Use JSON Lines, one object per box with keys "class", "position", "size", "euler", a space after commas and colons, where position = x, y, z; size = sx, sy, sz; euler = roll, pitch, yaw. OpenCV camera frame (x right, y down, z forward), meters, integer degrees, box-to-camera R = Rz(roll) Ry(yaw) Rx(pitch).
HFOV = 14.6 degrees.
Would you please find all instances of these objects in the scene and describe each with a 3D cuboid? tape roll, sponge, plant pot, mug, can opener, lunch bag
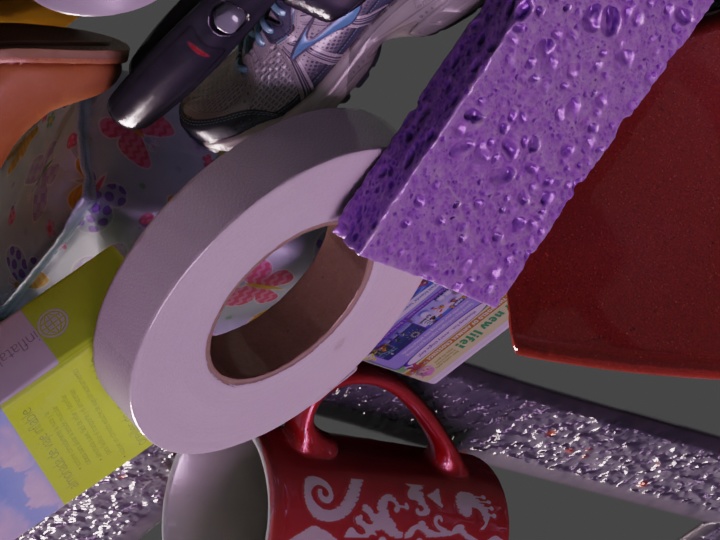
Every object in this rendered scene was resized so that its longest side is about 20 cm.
{"class": "tape roll", "position": [-0.044, 0.007, 1.423], "size": [0.202, 0.037, 0.203], "euler": [-33, 150, -22]}
{"class": "sponge", "position": [0.081, -0.079, 1.390], "size": [0.111, 0.030, 0.200], "euler": [23, 105, -46]}
{"class": "plant pot", "position": [0.165, -0.032, 1.510], "size": [0.175, 0.201, 0.200], "euler": [-6, 177, 8]}
{"class": "mug", "position": [-0.001, 0.156, 1.829], "size": [0.199, 0.134, 0.178], "euler": [9, 143, -34]}
{"class": "can opener", "position": [-0.064, -0.120, 1.329], "size": [0.079, 0.063, 0.200], "euler": [45, 135, -10]}
{"class": "lunch bag", "position": [-0.124, -0.007, 1.551], "size": [0.169, 0.128, 0.200], "euler": [13, 144, -29]}

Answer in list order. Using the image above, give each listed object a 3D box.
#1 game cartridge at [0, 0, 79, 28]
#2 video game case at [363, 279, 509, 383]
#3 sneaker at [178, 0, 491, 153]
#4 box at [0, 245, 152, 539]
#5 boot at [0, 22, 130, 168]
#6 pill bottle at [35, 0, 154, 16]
{"class": "game cartridge", "position": [-0.261, -0.126, 1.416], "size": [0.200, 0.033, 0.176], "euler": [-32, 142, 30]}
{"class": "video game case", "position": [0.043, -0.010, 1.693], "size": [0.182, 0.022, 0.200], "euler": [20, 134, -39]}
{"class": "sneaker", "position": [-0.023, -0.138, 1.389], "size": [0.200, 0.078, 0.086], "euler": [-36, 129, 21]}
{"class": "box", "position": [-0.182, 0.085, 1.448], "size": [0.200, 0.048, 0.122], "euler": [-35, 150, -8]}
{"class": "boot", "position": [-0.200, -0.035, 1.385], "size": [0.199, 0.077, 0.156], "euler": [-16, 110, -31]}
{"class": "pill bottle", "position": [-0.125, -0.214, 1.227], "size": [0.108, 0.109, 0.201], "euler": [-9, 135, -5]}
